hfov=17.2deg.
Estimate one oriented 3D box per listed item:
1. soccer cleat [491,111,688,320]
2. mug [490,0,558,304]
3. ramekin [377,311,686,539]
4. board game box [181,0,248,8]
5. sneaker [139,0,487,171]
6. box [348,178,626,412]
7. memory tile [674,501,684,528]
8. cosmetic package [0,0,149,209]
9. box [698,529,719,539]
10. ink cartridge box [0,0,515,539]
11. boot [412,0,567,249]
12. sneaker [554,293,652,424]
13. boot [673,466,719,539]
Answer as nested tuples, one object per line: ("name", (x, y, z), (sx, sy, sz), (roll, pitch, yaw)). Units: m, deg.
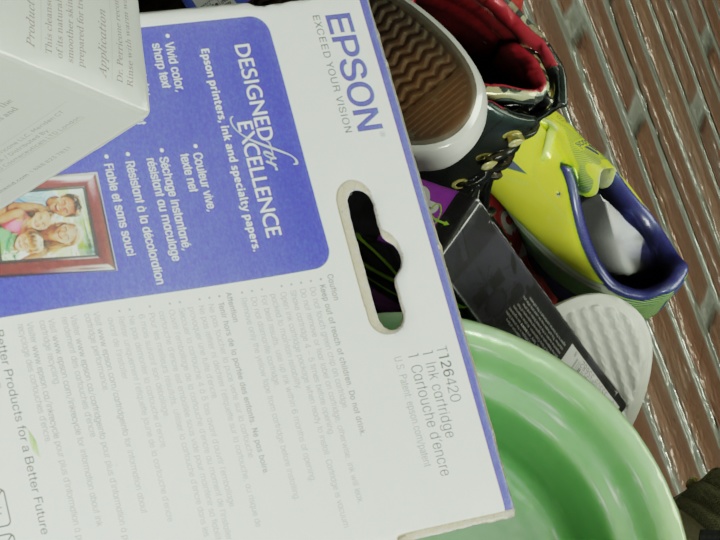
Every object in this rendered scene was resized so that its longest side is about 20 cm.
("soccer cleat", (0.079, -0.059, 1.105), (0.065, 0.084, 0.200), (-44, 100, -26))
("mug", (0.015, -0.031, 1.190), (0.133, 0.177, 0.201), (142, -62, -71))
("ramekin", (0.013, 0.123, 0.864), (0.098, 0.199, 0.201), (115, -39, -75))
("board game box", (-0.044, -0.200, 1.015), (0.045, 0.134, 0.200), (55, 5, -38))
("sneaker", (-0.021, -0.078, 0.998), (0.073, 0.200, 0.085), (-55, 144, -15))
("box", (0.000, 0.000, 0.983), (0.036, 0.200, 0.143), (-54, 134, -14))
("memory tile", (0.062, 0.167, 0.965), (0.017, 0.153, 0.201), (5, 97, -40))
("cosmetic package", (-0.161, -0.103, 0.682), (0.200, 0.081, 0.113), (21, 51, -42))
("box", (0.144, 0.215, 0.894), (0.200, 0.044, 0.161), (76, 22, -53))
("ink cartridge box", (-0.067, 0.012, 0.799), (0.199, 0.047, 0.198), (-8, 76, -29))
("boot", (0.048, -0.030, 1.048), (0.204, 0.154, 0.073), (49, 54, -3))
("sneaker", (0.050, 0.089, 1.061), (0.074, 0.200, 0.082), (40, 1, -10))
("boot", (0.109, 0.154, 1.085), (0.072, 0.154, 0.200), (57, -14, -3))
